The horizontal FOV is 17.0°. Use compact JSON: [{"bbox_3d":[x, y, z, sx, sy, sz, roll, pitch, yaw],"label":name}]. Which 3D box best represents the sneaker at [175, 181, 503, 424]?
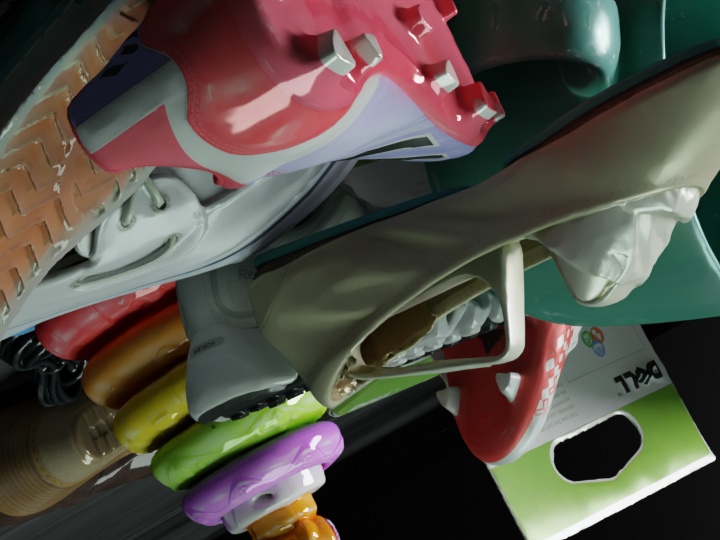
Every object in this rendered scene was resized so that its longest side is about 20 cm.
[{"bbox_3d":[0.000,0.000,0.921,0.075,0.082,0.200,-25,173,33],"label":"sneaker"}]

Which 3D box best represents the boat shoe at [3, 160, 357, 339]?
[{"bbox_3d":[-0.083,-0.024,0.799,0.199,0.074,0.067,-31,171,9],"label":"boat shoe"}]

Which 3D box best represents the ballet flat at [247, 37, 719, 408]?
[{"bbox_3d":[0.054,-0.008,0.789,0.199,0.070,0.069,-25,173,26],"label":"ballet flat"}]

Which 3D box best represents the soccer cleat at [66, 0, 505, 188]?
[{"bbox_3d":[-0.016,-0.055,0.706,0.076,0.067,0.200,-27,174,17],"label":"soccer cleat"}]

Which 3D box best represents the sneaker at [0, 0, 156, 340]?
[{"bbox_3d":[-0.125,-0.028,0.705,0.200,0.080,0.071,-51,151,9],"label":"sneaker"}]

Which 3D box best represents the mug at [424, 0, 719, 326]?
[{"bbox_3d":[0.084,-0.066,0.897,0.114,0.186,0.153,-7,-138,30],"label":"mug"}]

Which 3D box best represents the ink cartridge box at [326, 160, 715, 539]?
[{"bbox_3d":[0.052,0.034,1.116,0.147,0.201,0.076,-19,166,-46],"label":"ink cartridge box"}]

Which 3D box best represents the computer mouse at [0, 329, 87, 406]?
[{"bbox_3d":[-0.204,0.074,1.041,0.199,0.044,0.110,-27,171,-14],"label":"computer mouse"}]

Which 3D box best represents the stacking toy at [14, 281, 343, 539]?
[{"bbox_3d":[-0.050,0.061,0.955,0.109,0.201,0.116,-24,170,-28],"label":"stacking toy"}]

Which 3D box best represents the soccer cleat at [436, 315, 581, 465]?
[{"bbox_3d":[0.084,-0.006,1.054,0.085,0.201,0.068,25,148,-34],"label":"soccer cleat"}]

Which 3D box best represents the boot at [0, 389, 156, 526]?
[{"bbox_3d":[-0.160,0.090,1.261,0.166,0.073,0.200,-21,177,30],"label":"boot"}]
